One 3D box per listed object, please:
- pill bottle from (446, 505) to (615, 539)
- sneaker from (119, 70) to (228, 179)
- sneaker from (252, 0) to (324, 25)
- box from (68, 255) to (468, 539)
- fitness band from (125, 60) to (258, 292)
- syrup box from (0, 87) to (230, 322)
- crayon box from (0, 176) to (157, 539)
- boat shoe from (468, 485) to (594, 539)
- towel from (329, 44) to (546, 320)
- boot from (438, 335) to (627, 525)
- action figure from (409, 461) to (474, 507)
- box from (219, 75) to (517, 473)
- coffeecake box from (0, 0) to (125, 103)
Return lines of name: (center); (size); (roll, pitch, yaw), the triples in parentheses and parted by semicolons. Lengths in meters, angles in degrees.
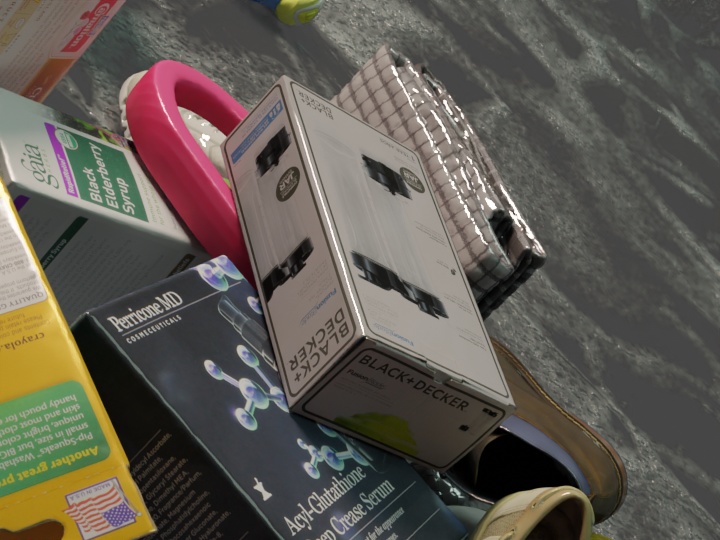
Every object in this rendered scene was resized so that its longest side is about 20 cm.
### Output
pill bottle: (0.106, 0.201, 0.982); (0.199, 0.111, 0.112); (18, 35, -46)
sneaker: (-0.090, -0.065, 1.134); (0.075, 0.081, 0.201); (4, 45, -54)
sneaker: (-0.103, -0.307, 1.514); (0.105, 0.076, 0.201); (9, 43, -53)
box: (-0.066, 0.111, 0.850); (0.200, 0.107, 0.148); (47, 24, 7)
fitness band: (-0.057, -0.043, 1.004); (0.201, 0.037, 0.143); (52, 22, 13)
syrup box: (-0.147, -0.023, 0.967); (0.199, 0.081, 0.079); (22, 32, -45)
crayon box: (-0.179, 0.062, 0.730); (0.124, 0.052, 0.201); (-18, 57, -19)
boat shoe: (0.059, 0.199, 0.833); (0.073, 0.202, 0.063); (30, -18, -4)
towel: (0.021, -0.024, 1.146); (0.085, 0.165, 0.201); (25, 30, -49)
boot: (0.064, 0.080, 0.990); (0.199, 0.075, 0.097); (32, 7, 13)
action figure: (0.059, 0.124, 1.087); (0.130, 0.069, 0.200); (50, 26, -1)
box: (0.000, 0.000, 0.921); (0.116, 0.060, 0.201); (26, 32, -38)
coffeecake box: (-0.234, -0.129, 0.904); (0.073, 0.154, 0.199); (51, 23, 14)
